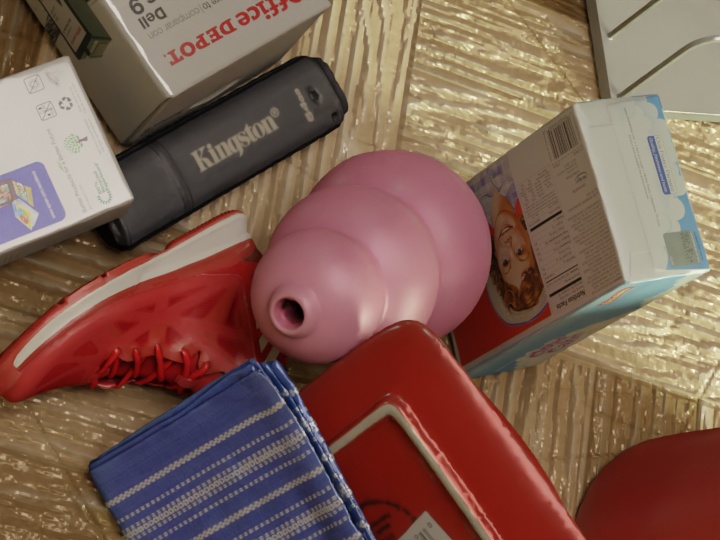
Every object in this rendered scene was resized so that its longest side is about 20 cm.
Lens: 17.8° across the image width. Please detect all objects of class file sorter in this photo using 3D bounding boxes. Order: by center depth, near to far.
[{"bbox_3d":[0.244,-0.220,1.611,0.138,0.124,0.201,1,72,-26],"label":"file sorter"}]

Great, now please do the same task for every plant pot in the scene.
[{"bbox_3d":[0.260,0.180,1.444,0.199,0.177,0.202,10,67,-25],"label":"plant pot"}]

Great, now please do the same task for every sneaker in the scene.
[{"bbox_3d":[-0.115,0.052,1.354,0.200,0.078,0.116,-32,87,-31],"label":"sneaker"}]

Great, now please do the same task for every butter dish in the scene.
[{"bbox_3d":[0.040,0.145,1.361,0.200,0.200,0.148,54,26,7],"label":"butter dish"}]

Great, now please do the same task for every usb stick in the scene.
[{"bbox_3d":[-0.090,-0.076,1.438,0.200,0.033,0.056,-32,88,-33],"label":"usb stick"}]

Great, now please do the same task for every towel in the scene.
[{"bbox_3d":[-0.059,0.165,1.312,0.201,0.144,0.024,61,23,4],"label":"towel"}]

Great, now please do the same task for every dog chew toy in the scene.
[{"bbox_3d":[0.000,0.000,1.376,0.125,0.124,0.200,56,28,1],"label":"dog chew toy"}]

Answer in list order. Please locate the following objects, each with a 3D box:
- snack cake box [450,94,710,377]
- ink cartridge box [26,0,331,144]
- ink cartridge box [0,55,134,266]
[{"bbox_3d":[0.122,-0.018,1.428,0.067,0.200,0.116,-8,76,-30],"label":"snack cake box"},{"bbox_3d":[-0.135,-0.202,1.430,0.146,0.084,0.201,-34,89,-33],"label":"ink cartridge box"},{"bbox_3d":[-0.241,-0.044,1.332,0.199,0.039,0.100,-22,82,-21],"label":"ink cartridge box"}]
